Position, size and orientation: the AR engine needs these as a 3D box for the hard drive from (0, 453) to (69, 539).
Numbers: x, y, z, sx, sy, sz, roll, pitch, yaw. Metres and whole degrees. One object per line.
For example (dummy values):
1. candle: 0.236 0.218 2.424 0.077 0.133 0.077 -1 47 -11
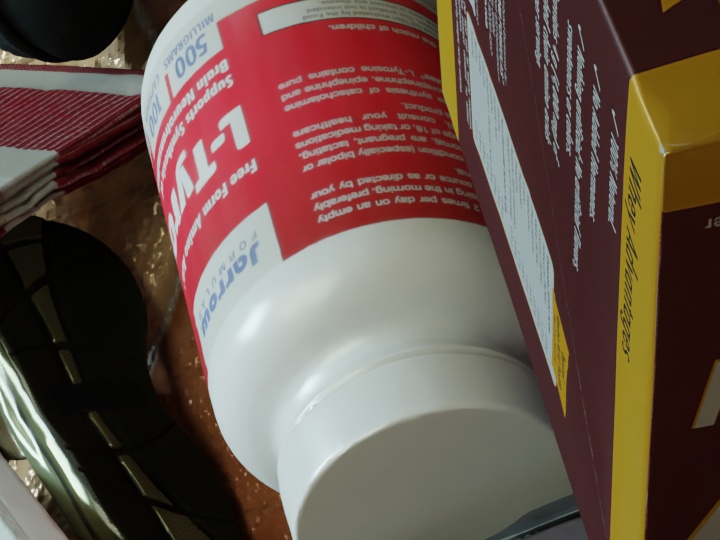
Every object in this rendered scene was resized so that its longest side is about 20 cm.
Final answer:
1. hard drive: -0.112 0.150 0.833 0.200 0.026 0.133 -145 59 -62

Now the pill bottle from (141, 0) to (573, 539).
1. pill bottle: 0.000 0.000 0.788 0.112 0.112 0.200 -44 40 24

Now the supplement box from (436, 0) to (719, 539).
1. supplement box: 0.102 -0.049 0.597 0.132 0.198 0.201 -12 52 -5

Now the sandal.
1. sandal: -0.110 0.053 0.927 0.057 0.079 0.201 -56 46 34

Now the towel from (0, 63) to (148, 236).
1. towel: -0.175 -0.027 0.955 0.144 0.200 0.023 8 124 44

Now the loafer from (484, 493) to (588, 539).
1. loafer: 0.022 0.119 0.706 0.199 0.072 0.063 -30 15 19

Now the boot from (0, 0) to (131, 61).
1. boot: -0.075 -0.132 0.898 0.162 0.198 0.074 9 64 22
